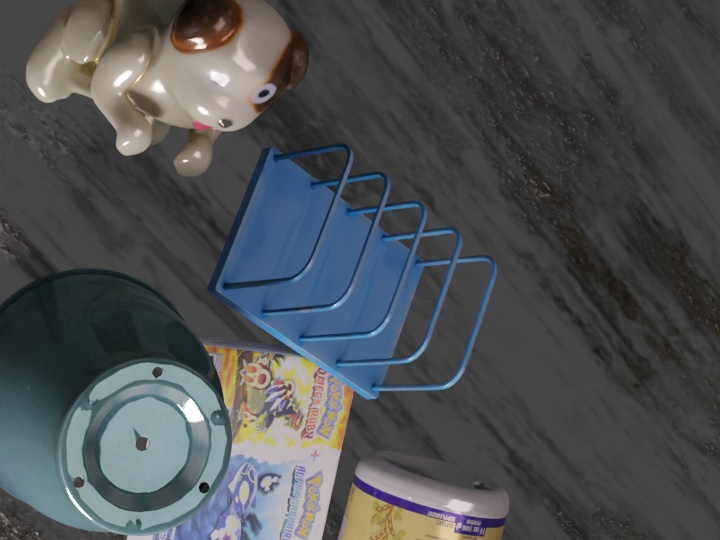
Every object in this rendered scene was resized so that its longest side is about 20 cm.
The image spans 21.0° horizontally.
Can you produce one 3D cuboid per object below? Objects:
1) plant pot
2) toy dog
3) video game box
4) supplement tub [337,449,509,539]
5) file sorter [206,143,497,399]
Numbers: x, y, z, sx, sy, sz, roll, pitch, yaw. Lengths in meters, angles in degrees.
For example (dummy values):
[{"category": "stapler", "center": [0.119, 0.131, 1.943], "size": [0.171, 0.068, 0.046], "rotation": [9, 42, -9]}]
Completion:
[{"category": "plant pot", "center": [-0.187, 0.113, 1.487], "size": [0.199, 0.188, 0.202], "rotation": [-5, 102, -23]}, {"category": "toy dog", "center": [-0.126, -0.165, 1.477], "size": [0.139, 0.199, 0.195], "rotation": [35, 81, -38]}, {"category": "video game box", "center": [-0.100, 0.162, 1.682], "size": [0.181, 0.047, 0.202], "rotation": [7, 97, -40]}, {"category": "supplement tub", "center": [0.044, 0.276, 1.755], "size": [0.145, 0.145, 0.202], "rotation": [11, 95, -38]}, {"category": "file sorter", "center": [0.000, 0.000, 1.639], "size": [0.200, 0.122, 0.140], "rotation": [35, 64, -33]}]
